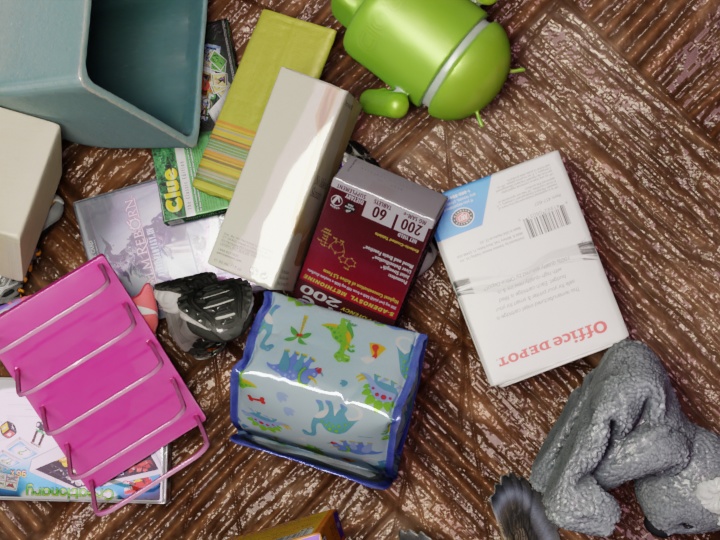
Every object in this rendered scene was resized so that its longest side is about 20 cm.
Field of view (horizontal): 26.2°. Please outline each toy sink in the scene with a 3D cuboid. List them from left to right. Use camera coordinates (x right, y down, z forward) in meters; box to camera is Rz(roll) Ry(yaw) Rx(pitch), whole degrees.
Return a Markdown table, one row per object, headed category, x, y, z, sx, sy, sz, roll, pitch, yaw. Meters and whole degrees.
| category | x | y | z | sx | sy | sz | roll | pitch | yaw |
| --- | --- | --- | --- | --- | --- | --- | --- | --- | --- |
| toy sink | -0.406 | -0.089 | 1.509 | 0.200 | 0.112 | 0.131 | 15 | 64 | -3 |

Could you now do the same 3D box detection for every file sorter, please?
| category | x | y | z | sx | sy | sz | roll | pitch | yaw |
| --- | --- | --- | --- | --- | --- | --- | --- | --- | --- |
| file sorter | -0.251 | 0.113 | 1.487 | 0.139 | 0.125 | 0.200 | -32 | 106 | -5 |

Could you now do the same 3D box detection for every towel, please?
| category | x | y | z | sx | sy | sz | roll | pitch | yaw |
| --- | --- | --- | --- | --- | --- | --- | --- | --- | --- |
| towel | -0.096 | -0.162 | 1.570 | 0.086 | 0.018 | 0.200 | 19 | 83 | 13 |

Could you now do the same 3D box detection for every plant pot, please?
| category | x | y | z | sx | sy | sz | roll | pitch | yaw |
| --- | --- | --- | --- | --- | --- | --- | --- | --- | --- |
| plant pot | -0.290 | -0.229 | 1.529 | 0.200 | 0.196 | 0.197 | -6 | 74 | 26 |

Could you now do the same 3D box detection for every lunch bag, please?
| category | x | y | z | sx | sy | sz | roll | pitch | yaw |
| --- | --- | --- | --- | --- | --- | --- | --- | --- | --- |
| lunch bag | -0.035 | 0.133 | 1.511 | 0.170 | 0.200 | 0.128 | 17 | 58 | 6 |

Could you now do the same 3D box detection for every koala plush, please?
| category | x | y | z | sx | sy | sz | roll | pitch | yaw |
| --- | --- | --- | --- | --- | --- | --- | --- | --- | --- |
| koala plush | 0.293 | 0.184 | 1.484 | 0.200 | 0.177 | 0.184 | 27 | 97 | -2 |

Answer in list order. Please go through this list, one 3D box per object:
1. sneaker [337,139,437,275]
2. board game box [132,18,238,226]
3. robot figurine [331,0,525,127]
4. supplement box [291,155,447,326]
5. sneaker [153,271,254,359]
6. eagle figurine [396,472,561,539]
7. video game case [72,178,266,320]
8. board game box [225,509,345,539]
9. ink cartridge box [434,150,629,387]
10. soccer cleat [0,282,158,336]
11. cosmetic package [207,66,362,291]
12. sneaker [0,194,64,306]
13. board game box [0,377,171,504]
| category | x | y | z | sx | sy | sz | roll | pitch | yaw |
| --- | --- | --- | --- | --- | --- | --- | --- | --- | --- |
| sneaker | -0.010 | -0.068 | 1.571 | 0.083 | 0.081 | 0.200 | -38 | 82 | 14 |
| board game box | -0.169 | -0.153 | 1.599 | 0.105 | 0.023 | 0.200 | -11 | 79 | 2 |
| robot figurine | 0.064 | -0.231 | 1.551 | 0.200 | 0.116 | 0.176 | 37 | 79 | 4 |
| supplement box | 0.000 | 0.000 | 1.528 | 0.109 | 0.061 | 0.200 | 23 | 121 | 5 |
| sneaker | -0.145 | 0.050 | 1.506 | 0.074 | 0.200 | 0.080 | -15 | 100 | -17 |
| eagle figurine | 0.146 | 0.322 | 1.532 | 0.151 | 0.151 | 0.200 | -4 | 49 | -34 |
| video game case | -0.185 | -0.029 | 1.609 | 0.200 | 0.019 | 0.143 | -16 | 86 | 2 |
| board game box | -0.098 | 0.362 | 1.493 | 0.200 | 0.200 | 0.200 | -17 | 87 | 3 |
| ink cartridge box | 0.163 | 0.001 | 1.549 | 0.146 | 0.084 | 0.200 | -20 | 86 | 2 |
| soccer cleat | -0.304 | 0.044 | 1.562 | 0.200 | 0.068 | 0.073 | 3 | 94 | -10 |
| cosmetic package | -0.070 | -0.085 | 1.486 | 0.071 | 0.105 | 0.200 | 21 | 93 | 9 |
| sneaker | -0.374 | 0.002 | 1.600 | 0.200 | 0.078 | 0.077 | -47 | 114 | -5 |
| board game box | -0.295 | 0.174 | 1.598 | 0.200 | 0.035 | 0.127 | 1 | 87 | 4 |
